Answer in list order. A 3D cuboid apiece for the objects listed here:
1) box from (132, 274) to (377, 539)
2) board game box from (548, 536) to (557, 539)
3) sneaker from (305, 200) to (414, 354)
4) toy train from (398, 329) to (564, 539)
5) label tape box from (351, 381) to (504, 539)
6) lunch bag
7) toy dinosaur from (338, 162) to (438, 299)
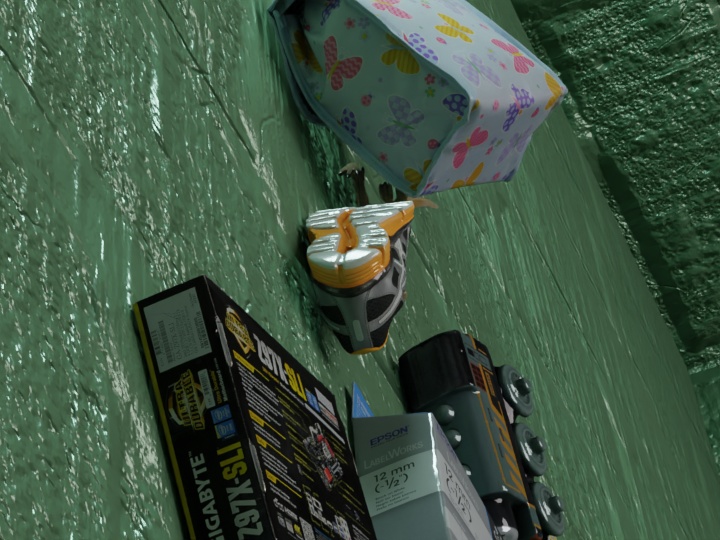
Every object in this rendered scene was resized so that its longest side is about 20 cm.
[{"bbox_3d":[-0.047,0.113,1.253,0.200,0.049,0.161,47,21,-60],"label":"box"},{"bbox_3d":[0.170,0.306,1.935,0.136,0.034,0.201,-49,116,-77],"label":"board game box"},{"bbox_3d":[0.000,0.000,1.652,0.200,0.078,0.078,-61,141,-71],"label":"sneaker"},{"bbox_3d":[0.092,0.141,1.789,0.114,0.085,0.201,32,38,-51],"label":"toy train"},{"bbox_3d":[0.053,0.176,1.561,0.201,0.066,0.144,-94,158,-54],"label":"label tape box"},{"bbox_3d":[0.037,-0.158,1.854,0.200,0.127,0.169,43,27,19],"label":"lunch bag"},{"bbox_3d":[0.020,-0.043,1.895,0.200,0.058,0.102,-72,154,-62],"label":"toy dinosaur"}]
